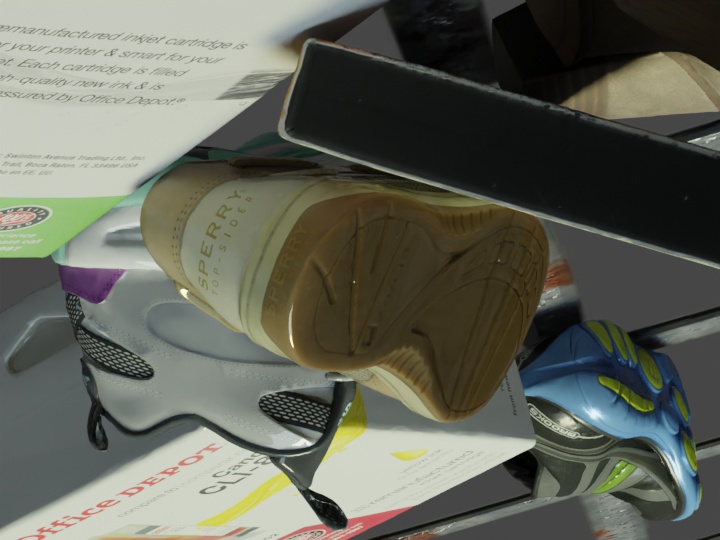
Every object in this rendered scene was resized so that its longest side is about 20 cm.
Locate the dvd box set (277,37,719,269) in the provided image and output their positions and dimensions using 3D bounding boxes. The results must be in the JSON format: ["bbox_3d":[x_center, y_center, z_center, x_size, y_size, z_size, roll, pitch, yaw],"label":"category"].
[{"bbox_3d":[0.083,-0.021,0.778,0.146,0.029,0.200,18,-177,23],"label":"dvd box set"}]

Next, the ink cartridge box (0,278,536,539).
[{"bbox_3d":[-0.051,0.055,1.140,0.145,0.083,0.200,-29,157,35],"label":"ink cartridge box"}]

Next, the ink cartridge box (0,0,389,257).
[{"bbox_3d":[-0.092,-0.080,0.723,0.145,0.084,0.200,1,155,-42],"label":"ink cartridge box"}]

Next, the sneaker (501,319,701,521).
[{"bbox_3d":[0.109,0.074,1.352,0.083,0.071,0.200,-16,157,19],"label":"sneaker"}]

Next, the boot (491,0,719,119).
[{"bbox_3d":[0.113,-0.105,0.855,0.146,0.070,0.200,-20,163,-6],"label":"boot"}]

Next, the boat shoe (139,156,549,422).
[{"bbox_3d":[0.000,0.000,0.861,0.065,0.072,0.200,24,-176,24],"label":"boat shoe"}]

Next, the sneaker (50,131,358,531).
[{"bbox_3d":[-0.003,0.019,0.971,0.200,0.140,0.078,-7,-172,-7],"label":"sneaker"}]

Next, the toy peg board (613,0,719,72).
[{"bbox_3d":[0.206,-0.084,0.746,0.200,0.098,0.199,26,117,-37],"label":"toy peg board"}]
